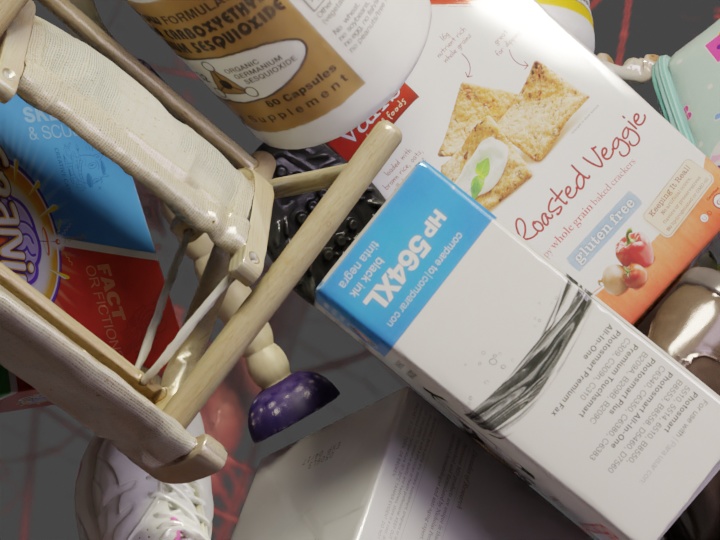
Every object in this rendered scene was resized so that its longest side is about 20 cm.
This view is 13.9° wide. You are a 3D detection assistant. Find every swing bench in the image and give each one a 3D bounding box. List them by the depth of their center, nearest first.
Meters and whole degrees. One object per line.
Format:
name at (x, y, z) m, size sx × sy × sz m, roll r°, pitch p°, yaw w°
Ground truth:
swing bench at (-0.125, -0.035, 1.352) m, size 0.199 × 0.130 × 0.200 m, roll 40°, pitch 66°, yaw -23°

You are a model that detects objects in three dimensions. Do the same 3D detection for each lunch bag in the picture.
lunch bag at (0.253, -0.048, 1.724) m, size 0.200 × 0.077 × 0.161 m, roll 41°, pitch 22°, yaw -40°

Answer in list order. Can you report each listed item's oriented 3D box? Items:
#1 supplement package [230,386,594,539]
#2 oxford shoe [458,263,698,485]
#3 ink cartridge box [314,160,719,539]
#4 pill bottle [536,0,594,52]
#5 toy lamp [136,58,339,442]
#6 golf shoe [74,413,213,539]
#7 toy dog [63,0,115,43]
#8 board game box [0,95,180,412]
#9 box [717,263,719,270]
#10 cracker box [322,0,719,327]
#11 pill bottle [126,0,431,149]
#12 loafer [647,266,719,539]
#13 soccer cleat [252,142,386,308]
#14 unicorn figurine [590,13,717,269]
supplement package at (0.041, 0.177, 1.471) m, size 0.200 × 0.121 × 0.120 m, roll 39°, pitch 47°, yaw -22°
oxford shoe at (0.112, 0.041, 1.614) m, size 0.200 × 0.072 × 0.085 m, roll -45°, pitch 141°, yaw -30°
ink cartridge box at (0.079, 0.045, 1.427) m, size 0.200 × 0.146 × 0.084 m, roll 40°, pitch 86°, yaw 2°
pill bottle at (0.071, -0.160, 1.676) m, size 0.114 × 0.114 × 0.201 m, roll 11°, pitch 63°, yaw -40°
toy lamp at (-0.078, -0.013, 1.501) m, size 0.058 × 0.058 × 0.201 m, roll -32°, pitch 93°, yaw -47°
golf shoe at (-0.092, 0.135, 1.390) m, size 0.075 × 0.091 × 0.201 m, roll 28°, pitch 51°, yaw -29°
toy dog at (-0.060, -0.186, 1.551) m, size 0.200 × 0.139 × 0.195 m, roll 24°, pitch 64°, yaw -34°
board game box at (-0.187, -0.008, 1.406) m, size 0.200 × 0.040 × 0.154 m, roll -8°, pitch 76°, yaw -45°
box at (0.236, 0.052, 1.716) m, size 0.075 × 0.050 × 0.200 m, roll 50°, pitch 19°, yaw -14°
cracker box at (0.087, -0.054, 1.563) m, size 0.200 × 0.058 × 0.134 m, roll 42°, pitch 84°, yaw 7°
pill bottle at (-0.065, -0.161, 1.428) m, size 0.200 × 0.114 × 0.115 m, roll 46°, pitch 44°, yaw -34°
loafer at (0.171, 0.090, 1.563) m, size 0.071 × 0.073 × 0.201 m, roll -37°, pitch 135°, yaw -32°
soccer cleat at (0.000, 0.000, 1.546) m, size 0.200 × 0.073 × 0.068 m, roll 43°, pitch 82°, yaw -30°
unicorn figurine at (0.160, -0.054, 1.749) m, size 0.200 × 0.074 × 0.137 m, roll 41°, pitch 45°, yaw 1°
